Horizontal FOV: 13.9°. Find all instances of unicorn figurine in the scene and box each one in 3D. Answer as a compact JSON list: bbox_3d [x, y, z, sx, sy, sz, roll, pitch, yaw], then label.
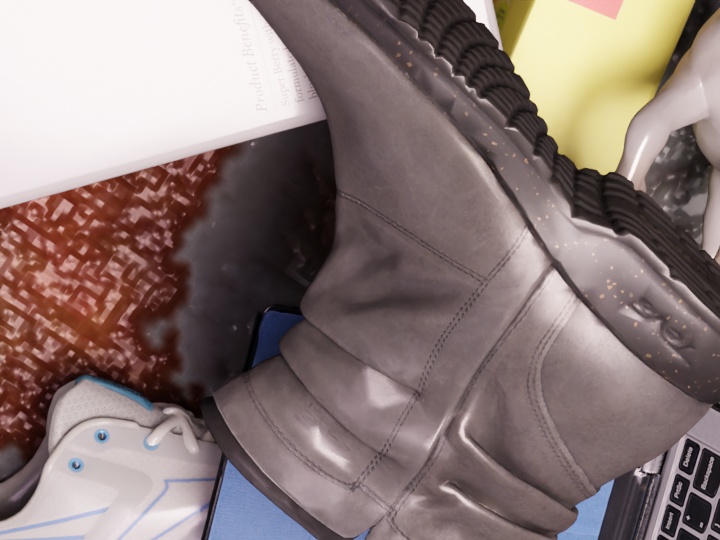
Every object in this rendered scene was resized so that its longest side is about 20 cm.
[{"bbox_3d":[0.122,-0.043,0.866,0.074,0.200,0.138,27,79,6],"label":"unicorn figurine"}]

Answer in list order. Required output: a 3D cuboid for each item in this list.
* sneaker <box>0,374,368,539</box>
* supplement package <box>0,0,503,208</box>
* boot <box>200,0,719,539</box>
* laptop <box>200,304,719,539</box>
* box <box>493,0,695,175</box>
[{"bbox_3d":[-0.055,0.069,0.919,0.199,0.075,0.087,-18,100,-5],"label":"sneaker"},{"bbox_3d":[-0.076,-0.098,0.848,0.199,0.120,0.122,-15,106,-6],"label":"supplement package"},{"bbox_3d":[0.000,0.000,0.790,0.132,0.070,0.200,-42,94,17],"label":"boot"},{"bbox_3d":[0.053,0.132,0.851,0.116,0.200,0.188,-1,112,-42],"label":"laptop"},{"bbox_3d":[0.076,-0.104,0.896,0.050,0.075,0.201,21,100,-13],"label":"box"}]
